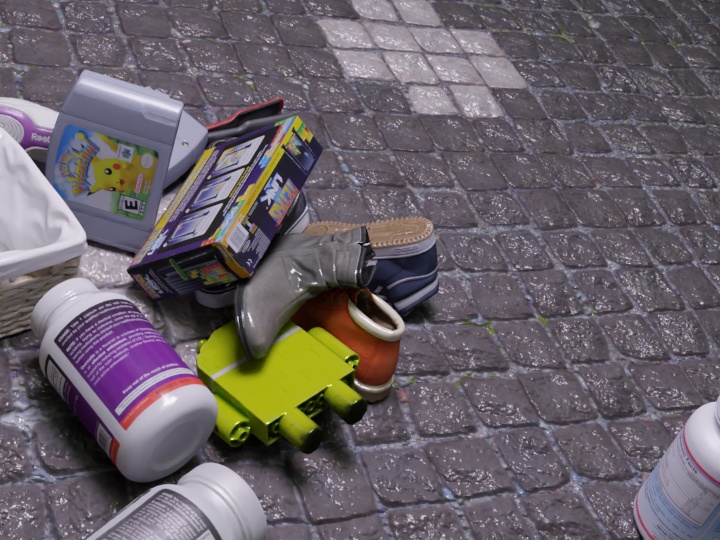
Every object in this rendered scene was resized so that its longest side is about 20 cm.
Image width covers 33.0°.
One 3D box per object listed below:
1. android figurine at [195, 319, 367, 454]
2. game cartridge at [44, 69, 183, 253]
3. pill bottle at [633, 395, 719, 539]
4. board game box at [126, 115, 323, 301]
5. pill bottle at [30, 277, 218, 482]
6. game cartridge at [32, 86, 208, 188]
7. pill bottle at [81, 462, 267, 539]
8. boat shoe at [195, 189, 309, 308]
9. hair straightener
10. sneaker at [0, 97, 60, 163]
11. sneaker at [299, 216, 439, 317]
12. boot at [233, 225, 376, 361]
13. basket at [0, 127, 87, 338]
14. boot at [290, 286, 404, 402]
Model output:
[{"bbox_3d":[-0.091,0.112,1.265,0.181,0.042,0.199,-31,47,-34],"label":"android figurine"},{"bbox_3d":[-0.278,-0.115,1.336,0.132,0.202,0.041,17,34,-4],"label":"game cartridge"},{"bbox_3d":[0.373,0.210,1.272,0.107,0.201,0.110,13,39,-11],"label":"pill bottle"},{"bbox_3d":[-0.148,-0.067,1.340,0.057,0.164,0.201,48,49,-26],"label":"board game box"},{"bbox_3d":[-0.235,0.100,1.178,0.112,0.113,0.200,-21,56,-41],"label":"pill bottle"},{"bbox_3d":[-0.287,-0.144,1.475,0.133,0.041,0.199,36,50,22],"label":"game cartridge"},{"bbox_3d":[-0.175,0.254,1.026,0.116,0.117,0.199,37,41,18],"label":"pill bottle"},{"bbox_3d":[-0.126,-0.039,1.400,0.071,0.068,0.200,20,47,28],"label":"boat shoe"},{"bbox_3d":[-0.160,-0.176,1.589,0.198,0.041,0.077,-19,54,-39],"label":"hair straightener"},{"bbox_3d":[-0.343,-0.156,1.396,0.198,0.076,0.100,20,15,-17],"label":"sneaker"},{"bbox_3d":[0.000,0.000,1.454,0.197,0.110,0.071,-4,38,17],"label":"sneaker"},{"bbox_3d":[-0.055,0.013,1.283,0.129,0.068,0.201,-6,34,15],"label":"boot"},{"bbox_3d":[-0.390,-0.036,1.252,0.134,0.124,0.200,-19,53,-39],"label":"basket"},{"bbox_3d":[-0.026,0.041,1.354,0.075,0.108,0.200,-26,56,-40],"label":"boot"}]
